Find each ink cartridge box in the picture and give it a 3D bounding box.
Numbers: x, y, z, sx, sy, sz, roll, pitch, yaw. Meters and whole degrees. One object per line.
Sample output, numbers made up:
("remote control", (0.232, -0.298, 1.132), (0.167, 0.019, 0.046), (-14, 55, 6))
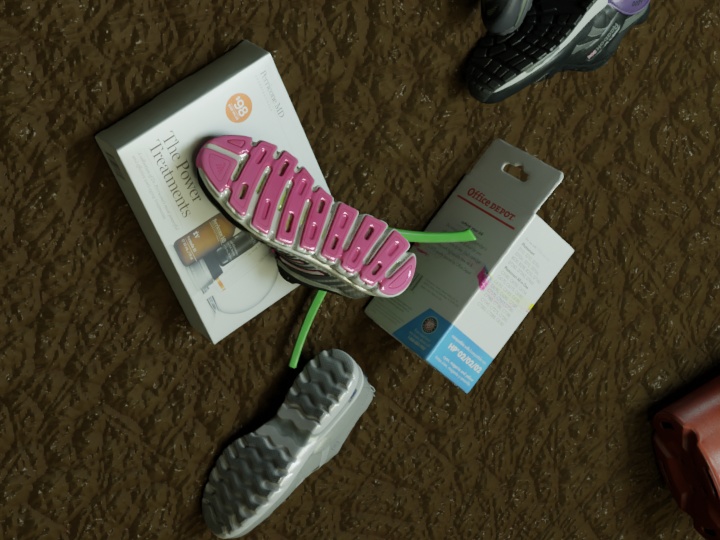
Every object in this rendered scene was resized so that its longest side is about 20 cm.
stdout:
("ink cartridge box", (0.108, -0.007, 1.501), (0.068, 0.115, 0.201), (38, 89, -37))

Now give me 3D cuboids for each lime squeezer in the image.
("lime squeezer", (0.000, 0.000, 1.477), (0.199, 0.038, 0.071), (-36, 107, 5))

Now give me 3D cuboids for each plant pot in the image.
("plant pot", (0.419, 0.175, 1.734), (0.193, 0.201, 0.203), (-24, 121, -12))

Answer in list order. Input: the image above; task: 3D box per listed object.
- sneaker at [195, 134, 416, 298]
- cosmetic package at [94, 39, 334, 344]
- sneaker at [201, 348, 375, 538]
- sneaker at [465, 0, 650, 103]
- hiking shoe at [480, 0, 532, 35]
("sneaker", (-0.055, -0.034, 1.356), (0.199, 0.087, 0.074), (31, 65, -18))
("cosmetic package", (-0.108, -0.063, 1.386), (0.150, 0.052, 0.201), (-36, 125, -17))
("sneaker", (-0.057, 0.166, 1.500), (0.200, 0.075, 0.082), (-46, 143, 5))
("sneaker", (0.185, -0.198, 1.495), (0.199, 0.076, 0.088), (-40, 131, -11))
("hiking shoe", (0.089, -0.293, 1.403), (0.099, 0.076, 0.203), (-12, 108, -17))
